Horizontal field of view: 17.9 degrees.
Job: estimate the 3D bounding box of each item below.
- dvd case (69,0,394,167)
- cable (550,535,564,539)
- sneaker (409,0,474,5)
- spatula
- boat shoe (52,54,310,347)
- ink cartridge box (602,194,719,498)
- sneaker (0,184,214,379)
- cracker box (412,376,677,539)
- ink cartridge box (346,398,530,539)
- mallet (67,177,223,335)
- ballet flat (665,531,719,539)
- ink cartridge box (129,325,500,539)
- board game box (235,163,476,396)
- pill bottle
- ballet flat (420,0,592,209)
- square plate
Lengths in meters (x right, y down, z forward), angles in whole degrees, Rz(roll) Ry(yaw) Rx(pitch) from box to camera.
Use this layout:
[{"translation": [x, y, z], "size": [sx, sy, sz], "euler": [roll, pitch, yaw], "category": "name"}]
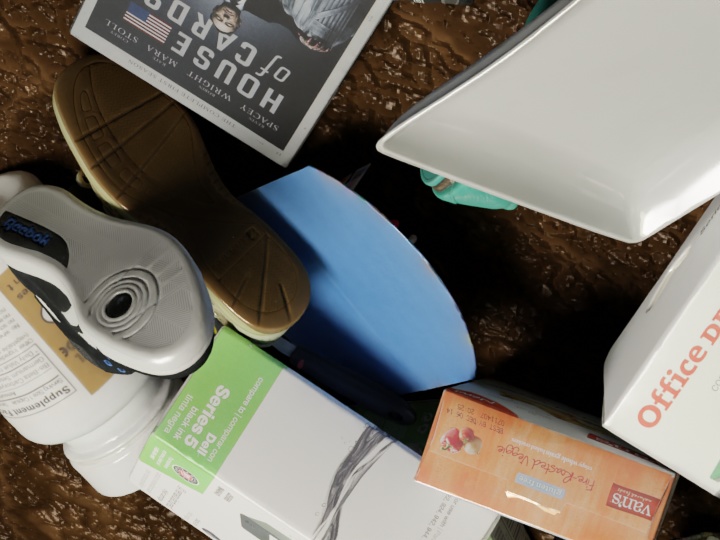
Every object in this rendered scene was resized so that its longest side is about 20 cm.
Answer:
[{"translation": [-0.064, -0.156, 1.241], "size": [0.150, 0.025, 0.200], "euler": [32, 139, -4], "category": "dvd case"}, {"translation": [0.156, 0.227, 1.395], "size": [0.163, 0.199, 0.051], "euler": [48, 116, 33], "category": "cable"}, {"translation": [0.070, -0.201, 1.097], "size": [0.082, 0.071, 0.200], "euler": [12, 139, -25], "category": "sneaker"}, {"translation": [-0.051, 0.038, 1.384], "size": [0.199, 0.021, 0.057], "euler": [35, 143, 5], "category": "spatula"}, {"translation": [-0.112, -0.036, 1.334], "size": [0.200, 0.073, 0.063], "euler": [52, 155, 5], "category": "boat shoe"}, {"translation": [0.245, 0.063, 1.209], "size": [0.199, 0.084, 0.147], "euler": [30, 111, -3], "category": "ink cartridge box"}, {"translation": [-0.125, 0.026, 1.308], "size": [0.200, 0.073, 0.112], "euler": [34, 164, 46], "category": "sneaker"}, {"translation": [0.113, 0.111, 1.303], "size": [0.133, 0.058, 0.200], "euler": [20, -177, 9], "category": "cracker box"}, {"translation": [0.001, 0.152, 1.509], "size": [0.199, 0.048, 0.146], "euler": [-5, 129, 31], "category": "ink cartridge box"}, {"translation": [-0.100, 0.009, 1.429], "size": [0.066, 0.041, 0.200], "euler": [-19, 126, 38], "category": "mallet"}, {"translation": [0.178, 0.188, 1.357], "size": [0.071, 0.199, 0.069], "euler": [-43, 72, 32], "category": "ballet flat"}, {"translation": [-0.031, 0.136, 1.378], "size": [0.199, 0.084, 0.146], "euler": [34, 161, 0], "category": "ink cartridge box"}, {"translation": [0.000, 0.000, 1.349], "size": [0.158, 0.039, 0.200], "euler": [50, 152, -12], "category": "board game box"}, {"translation": [-0.193, 0.045, 1.453], "size": [0.114, 0.115, 0.200], "euler": [-15, 124, 39], "category": "pill bottle"}, {"translation": [0.104, -0.096, 1.190], "size": [0.070, 0.068, 0.200], "euler": [14, 145, -22], "category": "ballet flat"}, {"translation": [0.140, -0.090, 1.117], "size": [0.197, 0.029, 0.200], "euler": [18, 140, -39], "category": "square plate"}]
